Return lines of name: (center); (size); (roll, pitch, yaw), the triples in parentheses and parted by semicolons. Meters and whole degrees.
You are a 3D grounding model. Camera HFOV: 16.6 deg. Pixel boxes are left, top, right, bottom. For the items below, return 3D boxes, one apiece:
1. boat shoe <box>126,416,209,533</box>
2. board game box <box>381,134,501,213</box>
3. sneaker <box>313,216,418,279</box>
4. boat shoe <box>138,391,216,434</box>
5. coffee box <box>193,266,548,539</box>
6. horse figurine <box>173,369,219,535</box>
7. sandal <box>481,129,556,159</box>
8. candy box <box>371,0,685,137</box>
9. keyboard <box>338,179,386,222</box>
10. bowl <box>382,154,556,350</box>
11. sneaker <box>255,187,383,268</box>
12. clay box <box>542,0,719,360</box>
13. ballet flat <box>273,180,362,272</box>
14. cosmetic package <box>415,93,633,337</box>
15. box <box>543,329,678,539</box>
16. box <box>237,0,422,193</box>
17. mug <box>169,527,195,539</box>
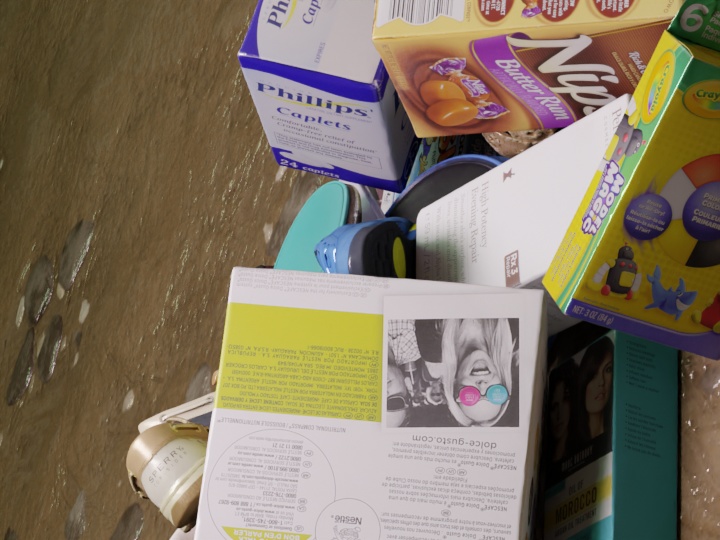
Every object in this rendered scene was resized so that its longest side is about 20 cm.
boat shoe: (-0.119, 0.131, 1.679); (0.074, 0.066, 0.200); (-45, -5, -6)
board game box: (0.053, -0.018, 1.877); (0.135, 0.034, 0.202); (-24, 54, 61)
sneaker: (0.000, 0.000, 1.660); (0.200, 0.078, 0.067); (-17, -78, -77)
boat shoe: (-0.071, 0.088, 1.827); (0.199, 0.063, 0.071); (-35, -7, -20)
coffee box: (0.013, 0.128, 1.566); (0.200, 0.198, 0.199); (75, -159, -69)
horse figurine: (-0.069, 0.138, 1.903); (0.050, 0.132, 0.202); (-142, 63, -63)
sandal: (0.118, -0.114, 1.785); (0.212, 0.077, 0.070); (-121, 20, -69)
candy box: (0.118, -0.142, 1.573); (0.117, 0.198, 0.057); (60, -150, -56)
keyboard: (0.012, 0.001, 1.793); (0.056, 0.011, 0.200); (-56, 38, 24)
bowl: (0.067, 0.012, 1.758); (0.200, 0.039, 0.202); (-27, 53, 42)
sneaker: (-0.032, -0.007, 1.962); (0.076, 0.115, 0.201); (-48, 34, 45)
clay box: (0.202, -0.054, 1.459); (0.201, 0.114, 0.048); (-65, 25, 20)
ballet flat: (-0.038, 0.034, 1.776); (0.072, 0.072, 0.201); (-25, 38, 61)
cosmetic package: (0.128, -0.024, 1.606); (0.200, 0.074, 0.102); (-31, 49, 41)
box: (0.153, 0.144, 1.520); (0.082, 0.049, 0.201); (-40, 40, 53)
box: (0.003, -0.181, 1.766); (0.200, 0.104, 0.185); (71, -144, -69)
mug: (-0.026, 0.195, 1.767); (0.187, 0.153, 0.149); (-48, 7, -36)
